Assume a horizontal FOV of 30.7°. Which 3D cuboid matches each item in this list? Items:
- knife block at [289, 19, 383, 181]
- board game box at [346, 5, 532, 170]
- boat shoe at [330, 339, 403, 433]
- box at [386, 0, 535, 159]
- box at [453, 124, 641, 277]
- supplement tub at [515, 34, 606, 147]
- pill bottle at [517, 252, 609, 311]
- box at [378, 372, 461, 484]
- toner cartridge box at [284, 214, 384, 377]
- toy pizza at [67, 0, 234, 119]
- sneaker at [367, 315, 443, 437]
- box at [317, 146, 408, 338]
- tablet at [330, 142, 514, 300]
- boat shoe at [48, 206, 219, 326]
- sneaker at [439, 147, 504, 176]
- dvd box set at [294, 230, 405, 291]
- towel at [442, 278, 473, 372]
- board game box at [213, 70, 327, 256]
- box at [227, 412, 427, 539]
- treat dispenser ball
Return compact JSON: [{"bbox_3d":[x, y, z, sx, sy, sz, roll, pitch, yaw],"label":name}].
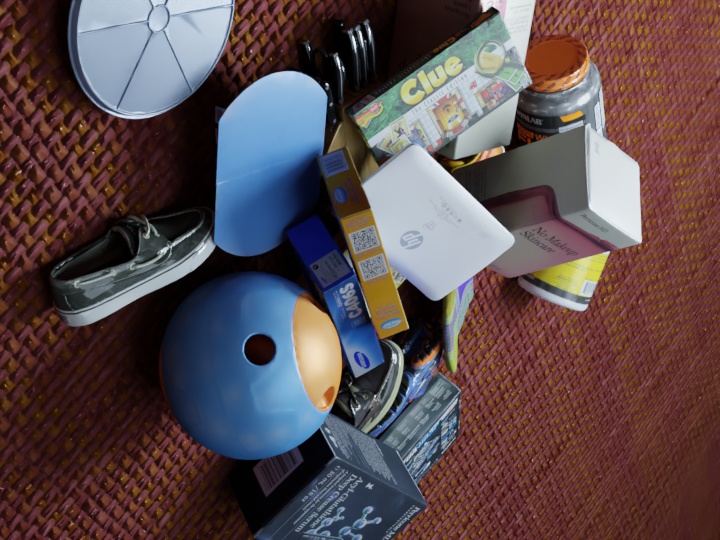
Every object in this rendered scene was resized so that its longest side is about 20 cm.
[{"bbox_3d":[-0.007,-0.187,1.486,0.199,0.064,0.177,19,98,-54],"label":"knife block"},{"bbox_3d":[0.090,-0.194,1.456,0.199,0.023,0.105,-36,124,-2],"label":"board game box"},{"bbox_3d":[-0.012,0.179,1.714,0.202,0.073,0.065,-62,150,-1],"label":"boat shoe"},{"bbox_3d":[0.113,-0.251,1.542,0.108,0.127,0.202,-18,126,-42],"label":"box"},{"bbox_3d":[0.227,-0.079,1.605,0.127,0.199,0.110,25,59,-43],"label":"box"},{"bbox_3d":[0.268,-0.210,1.770,0.122,0.122,0.201,-44,140,-24],"label":"supplement tub"},{"bbox_3d":[0.319,-0.053,1.944,0.114,0.114,0.202,8,106,-53],"label":"pill bottle"},{"bbox_3d":[0.065,0.260,1.856,0.200,0.046,0.160,-46,157,-21],"label":"box"},{"bbox_3d":[-0.027,0.032,1.478,0.043,0.095,0.201,-28,147,-6],"label":"toner cartridge box"},{"bbox_3d":[-0.199,-0.242,1.237,0.199,0.032,0.202,-32,136,-36],"label":"toy pizza"},{"bbox_3d":[0.055,0.160,1.788,0.200,0.075,0.079,-47,145,-18],"label":"sneaker"},{"bbox_3d":[0.005,-0.021,1.436,0.041,0.120,0.201,-18,130,-2],"label":"box"},{"bbox_3d":[0.074,-0.051,1.511,0.130,0.014,0.200,-37,125,19],"label":"tablet"},{"bbox_3d":[-0.223,-0.019,1.320,0.199,0.070,0.064,-36,138,-30],"label":"boat shoe"},{"bbox_3d":[0.113,-0.101,1.707,0.077,0.073,0.202,37,75,-39],"label":"sneaker"},{"bbox_3d":[0.000,0.000,1.589,0.200,0.029,0.146,-49,146,14],"label":"dvd box set"},{"bbox_3d":[0.134,0.026,1.770,0.201,0.022,0.145,87,16,-47],"label":"towel"},{"bbox_3d":[-0.106,-0.117,1.380,0.157,0.039,0.202,-24,129,-43],"label":"board game box"},{"bbox_3d":[-0.041,0.278,1.650,0.148,0.107,0.199,-45,135,11],"label":"box"},{"bbox_3d":[-0.118,0.102,1.418,0.200,0.200,0.203,-30,134,-37],"label":"treat dispenser ball"}]
